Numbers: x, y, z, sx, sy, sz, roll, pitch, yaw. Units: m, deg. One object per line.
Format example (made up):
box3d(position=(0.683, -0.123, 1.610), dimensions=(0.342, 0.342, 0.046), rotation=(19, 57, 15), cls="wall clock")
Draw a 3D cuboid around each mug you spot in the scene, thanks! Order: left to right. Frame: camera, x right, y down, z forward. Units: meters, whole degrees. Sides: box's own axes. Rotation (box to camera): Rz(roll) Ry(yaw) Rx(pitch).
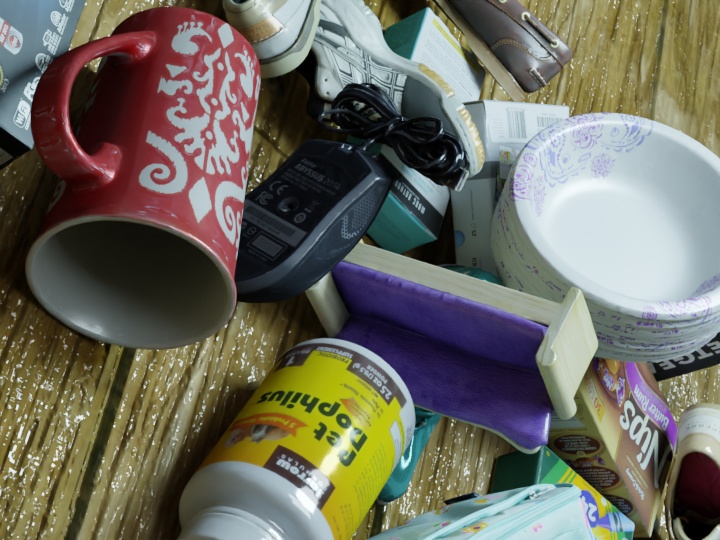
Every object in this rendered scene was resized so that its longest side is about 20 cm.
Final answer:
box3d(position=(-0.131, -0.080, 1.249), dimensions=(0.178, 0.133, 0.200), rotation=(93, 5, -51), cls="mug")

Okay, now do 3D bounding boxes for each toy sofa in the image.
box3d(position=(0.058, 0.046, 1.363), dimensions=(0.098, 0.200, 0.083), rotation=(-60, 152, -23), cls="toy sofa")

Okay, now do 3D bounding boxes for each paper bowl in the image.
box3d(position=(0.199, -0.016, 1.489), dimensions=(0.201, 0.104, 0.201), rotation=(8, 50, -9), cls="paper bowl")

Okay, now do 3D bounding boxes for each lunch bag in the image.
box3d(position=(0.067, 0.206, 1.338), dimensions=(0.200, 0.160, 0.077), rotation=(-19, 88, -51), cls="lunch bag")

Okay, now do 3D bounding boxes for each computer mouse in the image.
box3d(position=(-0.026, -0.039, 1.366), dimensions=(0.200, 0.138, 0.053), rotation=(-41, 137, -14), cls="computer mouse")

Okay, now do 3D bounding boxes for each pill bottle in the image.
box3d(position=(-0.047, 0.140, 1.275), dimensions=(0.109, 0.109, 0.200), rotation=(54, 40, -16), cls="pill bottle")

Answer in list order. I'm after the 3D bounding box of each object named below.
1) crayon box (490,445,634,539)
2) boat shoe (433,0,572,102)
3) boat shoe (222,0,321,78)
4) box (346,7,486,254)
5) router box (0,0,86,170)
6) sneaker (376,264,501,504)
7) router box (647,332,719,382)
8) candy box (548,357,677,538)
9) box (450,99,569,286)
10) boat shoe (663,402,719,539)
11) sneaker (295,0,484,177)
box3d(position=(0.147, 0.252, 1.498), dimensions=(0.126, 0.052, 0.200), rotation=(41, 46, -30), cls="crayon box")
box3d(position=(0.097, -0.234, 1.620), dimensions=(0.200, 0.070, 0.070), rotation=(51, 9, 7), cls="boat shoe")
box3d(position=(-0.061, -0.236, 1.451), dimensions=(0.200, 0.075, 0.068), rotation=(-86, 156, -43), cls="boat shoe")
box3d(position=(0.040, -0.113, 1.551), dimensions=(0.082, 0.049, 0.200), rotation=(44, 43, -27), cls="box")
box3d(position=(-0.255, -0.181, 1.224), dimensions=(0.150, 0.062, 0.200), rotation=(37, 47, -31), cls="router box")
box3d(position=(0.046, 0.078, 1.427), dimensions=(0.078, 0.080, 0.200), rotation=(43, 58, -37), cls="sneaker")
box3d(position=(0.277, 0.014, 1.647), dimensions=(0.051, 0.200, 0.149), rotation=(39, 46, -34), cls="router box")
box3d(position=(0.196, 0.112, 1.578), dimensions=(0.200, 0.056, 0.117), rotation=(61, 38, -34), cls="candy box")
box3d(position=(0.129, -0.036, 1.576), dimensions=(0.156, 0.041, 0.200), rotation=(-6, 90, -58), cls="box")
box3d(position=(0.285, 0.209, 1.623), dimensions=(0.069, 0.074, 0.200), rotation=(-53, 141, -52), cls="boat shoe")
box3d(position=(0.005, -0.128, 1.460), dimensions=(0.088, 0.076, 0.200), rotation=(-38, 70, -21), cls="sneaker")
